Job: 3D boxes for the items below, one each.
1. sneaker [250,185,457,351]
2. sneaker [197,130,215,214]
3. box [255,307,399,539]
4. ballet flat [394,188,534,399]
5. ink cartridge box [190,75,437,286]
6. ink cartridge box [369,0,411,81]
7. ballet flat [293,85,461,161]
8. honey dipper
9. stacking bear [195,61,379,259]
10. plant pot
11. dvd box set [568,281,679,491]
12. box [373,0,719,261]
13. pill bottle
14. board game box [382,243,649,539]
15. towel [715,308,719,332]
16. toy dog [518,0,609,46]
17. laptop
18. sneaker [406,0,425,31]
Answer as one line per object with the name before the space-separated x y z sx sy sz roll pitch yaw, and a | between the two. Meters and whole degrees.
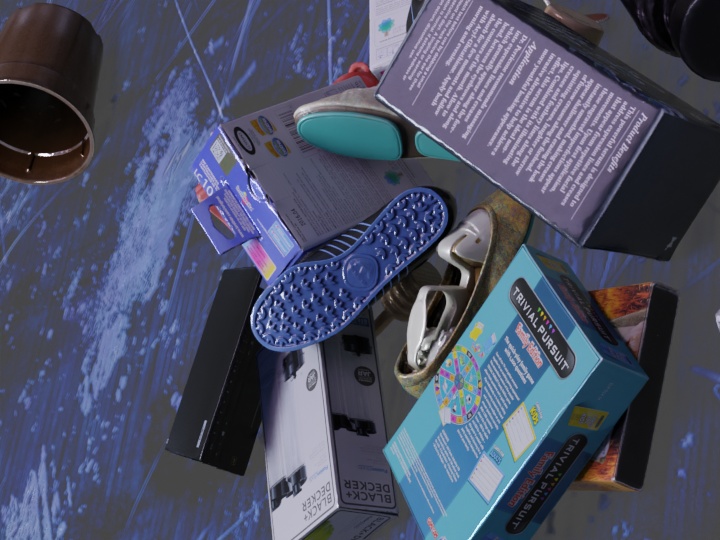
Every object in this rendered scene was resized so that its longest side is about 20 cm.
sneaker | 0.000 0.000 1.411 0.200 0.070 0.078 -35 -6 13
sneaker | -0.120 -0.093 1.794 0.089 0.081 0.200 -70 20 -2
box | -0.031 0.137 1.444 0.117 0.060 0.201 -43 45 46
ballet flat | 0.082 0.011 1.366 0.071 0.070 0.201 20 88 62
ink cartridge box | -0.052 -0.076 1.475 0.137 0.200 0.076 56 140 12
ink cartridge box | 0.067 -0.271 1.577 0.119 0.042 0.201 -17 53 22
ballet flat | 0.044 -0.128 1.439 0.068 0.199 0.063 88 -167 -53
honey dipper | 0.005 0.061 1.505 0.200 0.038 0.038 -48 33 40
stacking bear | -0.042 -0.107 1.629 0.200 0.114 0.122 -47 74 15
plant pot | -0.457 -0.262 2.402 0.200 0.200 0.199 -41 29 41
dvd box set | 0.145 0.088 1.237 0.200 0.029 0.147 -10 62 58
box | 0.137 -0.106 1.177 0.200 0.148 0.107 39 106 28
pill bottle | 0.235 -0.222 1.212 0.112 0.111 0.200 -53 31 25
board game box | 0.106 0.105 1.208 0.200 0.047 0.151 -57 31 19
towel | 0.306 -0.021 0.971 0.200 0.085 0.166 -4 66 60
toy dog | 0.163 -0.171 1.355 0.132 0.096 0.200 -55 16 37
laptop | -0.101 0.098 1.553 0.103 0.200 0.178 13 80 33
sneaker | 0.100 -0.265 1.458 0.078 0.070 0.201 104 -169 -61
